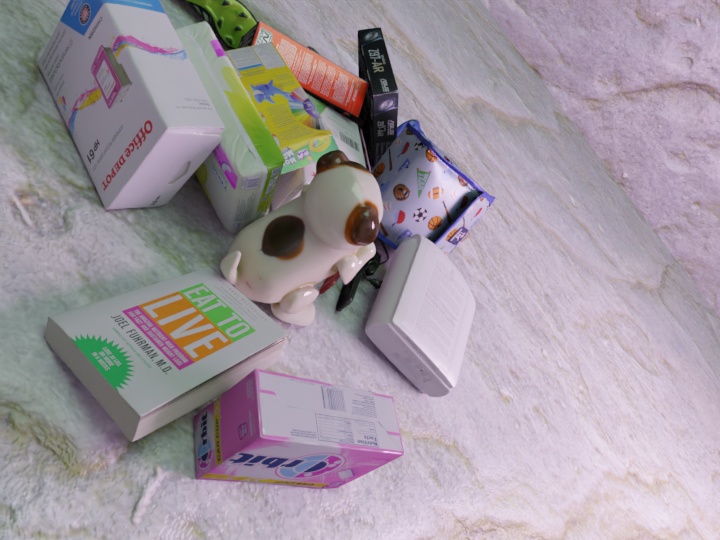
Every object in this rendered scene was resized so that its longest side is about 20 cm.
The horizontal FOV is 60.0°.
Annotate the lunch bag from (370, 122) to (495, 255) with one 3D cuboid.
[{"bbox_3d":[0.110,-0.104,1.021,0.198,0.171,0.125,33,17,-34],"label":"lunch bag"}]

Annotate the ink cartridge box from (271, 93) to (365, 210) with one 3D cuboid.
[{"bbox_3d":[-0.064,-0.157,0.943,0.144,0.084,0.205,23,45,-38],"label":"ink cartridge box"}]

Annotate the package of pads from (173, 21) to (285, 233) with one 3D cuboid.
[{"bbox_3d":[-0.172,-0.165,0.759,0.067,0.155,0.203,-24,78,-24],"label":"package of pads"}]

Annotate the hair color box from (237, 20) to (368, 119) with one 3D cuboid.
[{"bbox_3d":[-0.096,-0.306,0.987,0.196,0.101,0.063,22,84,-27],"label":"hair color box"}]

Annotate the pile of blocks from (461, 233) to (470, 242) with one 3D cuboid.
[{"bbox_3d":[0.181,-0.161,1.271,0.081,0.062,0.203,-20,78,-55],"label":"pile of blocks"}]

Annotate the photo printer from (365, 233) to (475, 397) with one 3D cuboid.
[{"bbox_3d":[0.098,0.057,0.934,0.167,0.068,0.203,46,46,-24],"label":"photo printer"}]

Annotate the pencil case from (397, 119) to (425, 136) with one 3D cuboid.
[{"bbox_3d":[0.114,-0.192,1.200,0.085,0.078,0.204,-14,72,-33],"label":"pencil case"}]

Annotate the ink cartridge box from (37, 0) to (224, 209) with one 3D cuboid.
[{"bbox_3d":[-0.253,-0.191,0.683,0.084,0.144,0.203,-17,73,-54],"label":"ink cartridge box"}]

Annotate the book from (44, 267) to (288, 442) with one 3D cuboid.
[{"bbox_3d":[-0.183,0.070,0.616,0.133,0.049,0.199,40,30,16],"label":"book"}]

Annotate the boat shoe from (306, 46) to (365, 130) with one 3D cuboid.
[{"bbox_3d":[-0.049,-0.327,1.125,0.070,0.070,0.204,-9,67,-52],"label":"boat shoe"}]

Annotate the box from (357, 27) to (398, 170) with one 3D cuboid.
[{"bbox_3d":[0.028,-0.287,1.092,0.042,0.202,0.164,-8,56,-4],"label":"box"}]

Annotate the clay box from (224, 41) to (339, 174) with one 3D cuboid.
[{"bbox_3d":[-0.122,-0.209,0.836,0.113,0.048,0.203,-22,73,-30],"label":"clay box"}]

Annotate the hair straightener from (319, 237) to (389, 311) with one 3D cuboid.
[{"bbox_3d":[0.000,0.000,0.937,0.077,0.041,0.201,46,30,-12],"label":"hair straightener"}]

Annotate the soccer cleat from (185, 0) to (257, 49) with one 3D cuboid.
[{"bbox_3d":[-0.231,-0.425,0.993,0.198,0.067,0.082,37,25,-24],"label":"soccer cleat"}]

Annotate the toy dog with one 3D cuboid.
[{"bbox_3d":[-0.059,-0.051,0.739,0.192,0.198,0.142,16,45,-53],"label":"toy dog"}]

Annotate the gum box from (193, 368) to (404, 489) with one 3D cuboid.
[{"bbox_3d":[-0.056,0.170,0.641,0.197,0.113,0.068,20,45,-39],"label":"gum box"}]
